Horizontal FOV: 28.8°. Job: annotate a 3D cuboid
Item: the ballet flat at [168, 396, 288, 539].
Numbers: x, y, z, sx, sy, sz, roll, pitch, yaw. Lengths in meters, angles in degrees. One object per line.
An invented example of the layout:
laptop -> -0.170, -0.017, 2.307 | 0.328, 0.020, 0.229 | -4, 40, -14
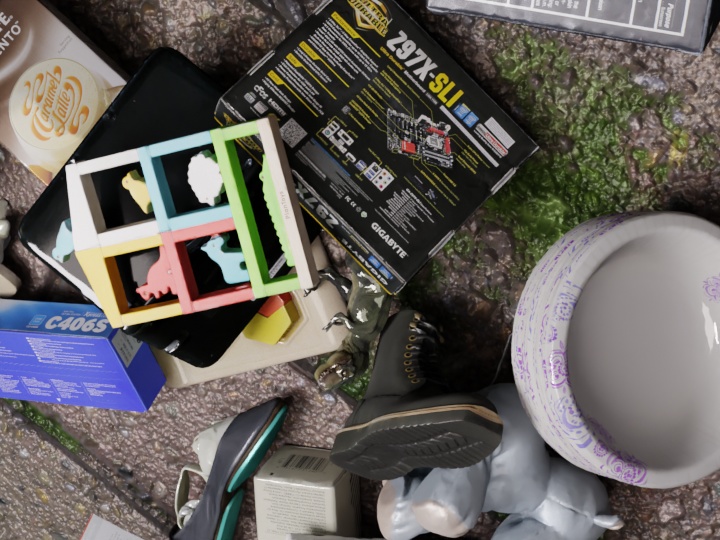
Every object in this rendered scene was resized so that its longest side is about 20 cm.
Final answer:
ballet flat -> -0.130, 0.186, 1.287 | 0.073, 0.073, 0.201 | 29, 119, 9

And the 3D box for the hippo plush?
hippo plush -> 0.122, 0.176, 1.167 | 0.161, 0.159, 0.200 | 42, 77, -17

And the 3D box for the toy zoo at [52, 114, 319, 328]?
toy zoo -> -0.141, -0.032, 1.058 | 0.199, 0.020, 0.132 | -12, 100, 17

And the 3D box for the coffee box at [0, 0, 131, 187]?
coffee box -> -0.248, -0.135, 1.185 | 0.200, 0.080, 0.114 | 42, 94, 2

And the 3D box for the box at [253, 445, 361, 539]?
box -> -0.044, 0.266, 1.282 | 0.082, 0.068, 0.201 | 6, 112, 18

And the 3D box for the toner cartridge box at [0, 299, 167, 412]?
toner cartridge box -> -0.283, 0.076, 1.287 | 0.199, 0.043, 0.095 | 3, 132, 28

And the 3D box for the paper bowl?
paper bowl -> 0.206, 0.056, 1.054 | 0.200, 0.104, 0.202 | 0, 91, -20

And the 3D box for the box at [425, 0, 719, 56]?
box -> 0.164, -0.271, 0.968 | 0.198, 0.123, 0.201 | 14, 115, 17

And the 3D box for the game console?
game console -> -0.142, -0.047, 1.149 | 0.200, 0.176, 0.116 | -51, 52, 4

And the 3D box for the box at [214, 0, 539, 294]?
box -> 0.012, -0.107, 1.079 | 0.200, 0.160, 0.049 | 44, 162, 0

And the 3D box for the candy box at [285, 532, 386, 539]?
candy box -> 0.024, 0.323, 1.224 | 0.199, 0.072, 0.168 | 5, 111, -11

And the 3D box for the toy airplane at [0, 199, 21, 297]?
toy airplane -> -0.418, -0.061, 1.282 | 0.198, 0.141, 0.200 | 16, 151, 26

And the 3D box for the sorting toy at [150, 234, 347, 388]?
sorting toy -> -0.124, 0.005, 1.233 | 0.199, 0.036, 0.186 | -16, 103, 25

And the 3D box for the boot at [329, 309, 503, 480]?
boot -> 0.050, 0.081, 1.098 | 0.077, 0.139, 0.200 | 30, 154, -25

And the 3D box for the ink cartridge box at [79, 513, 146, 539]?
ink cartridge box -> -0.188, 0.316, 1.298 | 0.200, 0.109, 0.050 | 31, 159, -15

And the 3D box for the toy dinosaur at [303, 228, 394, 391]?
toy dinosaur -> 0.000, 0.000, 1.161 | 0.088, 0.047, 0.201 | 25, 89, 24
